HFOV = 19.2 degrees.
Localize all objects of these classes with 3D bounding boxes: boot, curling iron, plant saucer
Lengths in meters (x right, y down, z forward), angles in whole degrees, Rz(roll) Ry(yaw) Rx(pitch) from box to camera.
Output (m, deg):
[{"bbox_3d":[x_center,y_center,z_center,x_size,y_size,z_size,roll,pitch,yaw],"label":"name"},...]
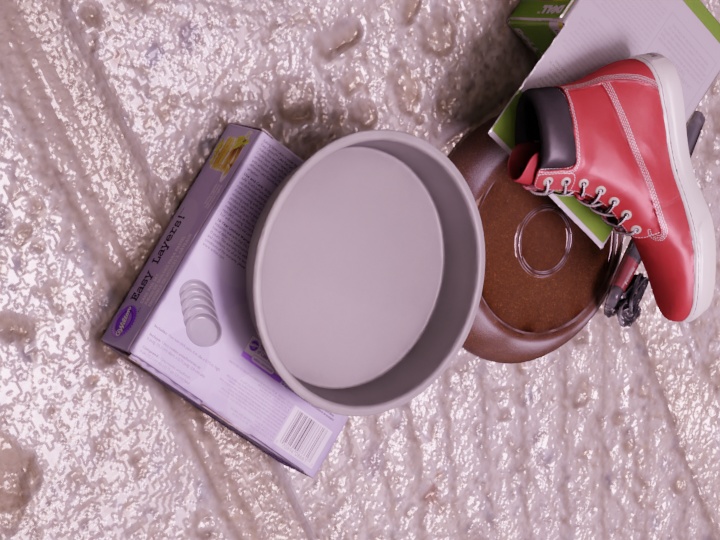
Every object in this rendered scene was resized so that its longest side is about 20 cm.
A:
[{"bbox_3d":[0.178,-0.045,1.552,0.143,0.072,0.202,-19,99,-26],"label":"boot"},{"bbox_3d":[0.235,-0.043,1.699,0.050,0.025,0.201,68,41,-62],"label":"curling iron"},{"bbox_3d":[0.135,-0.025,1.644,0.199,0.032,0.202,-7,102,-33],"label":"plant saucer"}]

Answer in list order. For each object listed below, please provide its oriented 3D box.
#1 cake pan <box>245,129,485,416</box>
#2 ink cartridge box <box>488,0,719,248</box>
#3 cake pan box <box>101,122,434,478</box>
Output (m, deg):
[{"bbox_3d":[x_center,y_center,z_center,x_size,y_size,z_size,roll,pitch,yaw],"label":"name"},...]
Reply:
[{"bbox_3d":[0.000,0.000,1.490,0.199,0.037,0.202,-8,103,-35],"label":"cake pan"},{"bbox_3d":[0.174,-0.143,1.617,0.148,0.076,0.201,42,75,-29],"label":"ink cartridge box"},{"bbox_3d":[-0.059,0.024,1.506,0.200,0.052,0.185,35,80,-34],"label":"cake pan box"}]
